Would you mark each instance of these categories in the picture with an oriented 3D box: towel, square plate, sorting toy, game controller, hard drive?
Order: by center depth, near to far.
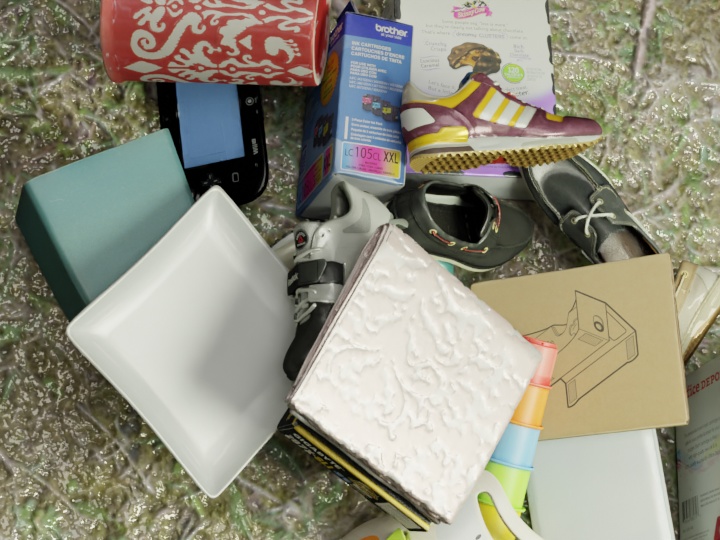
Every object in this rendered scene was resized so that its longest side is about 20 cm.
[{"bbox_3d":[0.048,0.091,1.447,0.200,0.032,0.192,40,66,-22],"label":"towel"},{"bbox_3d":[-0.132,0.062,1.468,0.198,0.028,0.200,51,62,-13],"label":"square plate"},{"bbox_3d":[0.087,0.282,1.515,0.180,0.107,0.200,-42,86,-8],"label":"sorting toy"},{"bbox_3d":[0.222,0.192,1.601,0.131,0.027,0.201,-13,73,18],"label":"hard drive"},{"bbox_3d":[-0.146,-0.155,1.636,0.104,0.042,0.201,-13,74,19],"label":"game controller"}]

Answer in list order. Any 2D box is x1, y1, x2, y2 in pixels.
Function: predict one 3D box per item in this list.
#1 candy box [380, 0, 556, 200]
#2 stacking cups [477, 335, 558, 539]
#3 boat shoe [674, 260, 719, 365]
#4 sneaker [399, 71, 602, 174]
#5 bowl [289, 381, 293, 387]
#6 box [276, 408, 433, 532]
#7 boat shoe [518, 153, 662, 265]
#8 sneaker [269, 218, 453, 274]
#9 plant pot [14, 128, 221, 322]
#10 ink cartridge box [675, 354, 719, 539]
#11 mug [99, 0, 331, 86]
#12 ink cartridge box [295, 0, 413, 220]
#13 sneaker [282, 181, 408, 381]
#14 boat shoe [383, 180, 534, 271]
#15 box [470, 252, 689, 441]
[{"bbox_3d":[0.110,-0.179,1.700,0.167,0.072,0.201,2,73,-12],"label":"candy box"},{"bbox_3d":[0.138,0.161,1.574,0.060,0.060,0.201,12,89,-9],"label":"stacking cups"},{"bbox_3d":[0.294,0.075,1.669,0.069,0.074,0.200,33,70,15],"label":"boat shoe"},{"bbox_3d":[0.134,-0.146,1.570,0.199,0.075,0.091,-5,79,-22],"label":"sneaker"},{"bbox_3d":[0.025,0.121,1.576,0.200,0.090,0.202,4,71,-12],"label":"bowl"},{"bbox_3d":[0.042,0.106,1.495,0.159,0.049,0.200,38,68,-12],"label":"box"},{"bbox_3d":[0.233,-0.051,1.636,0.072,0.068,0.200,-41,99,2],"label":"boat shoe"},{"bbox_3d":[0.000,0.000,1.618,0.199,0.070,0.094,-11,71,-19],"label":"sneaker"},{"bbox_3d":[-0.211,0.002,1.537,0.141,0.141,0.201,-22,84,-18],"label":"plant pot"},{"bbox_3d":[0.396,0.190,1.610,0.144,0.145,0.201,4,73,-12],"label":"ink cartridge box"},{"bbox_3d":[-0.130,-0.257,1.580,0.199,0.133,0.179,6,82,7],"label":"mug"},{"bbox_3d":[-0.005,-0.160,1.632,0.076,0.136,0.201,11,71,-15],"label":"ink cartridge box"},{"bbox_3d":[-0.037,0.006,1.480,0.088,0.074,0.200,40,52,-18],"label":"sneaker"},{"bbox_3d":[0.107,-0.045,1.620,0.201,0.063,0.074,6,66,-46],"label":"boat shoe"},{"bbox_3d":[0.208,0.077,1.604,0.199,0.021,0.164,-9,77,20],"label":"box"}]
